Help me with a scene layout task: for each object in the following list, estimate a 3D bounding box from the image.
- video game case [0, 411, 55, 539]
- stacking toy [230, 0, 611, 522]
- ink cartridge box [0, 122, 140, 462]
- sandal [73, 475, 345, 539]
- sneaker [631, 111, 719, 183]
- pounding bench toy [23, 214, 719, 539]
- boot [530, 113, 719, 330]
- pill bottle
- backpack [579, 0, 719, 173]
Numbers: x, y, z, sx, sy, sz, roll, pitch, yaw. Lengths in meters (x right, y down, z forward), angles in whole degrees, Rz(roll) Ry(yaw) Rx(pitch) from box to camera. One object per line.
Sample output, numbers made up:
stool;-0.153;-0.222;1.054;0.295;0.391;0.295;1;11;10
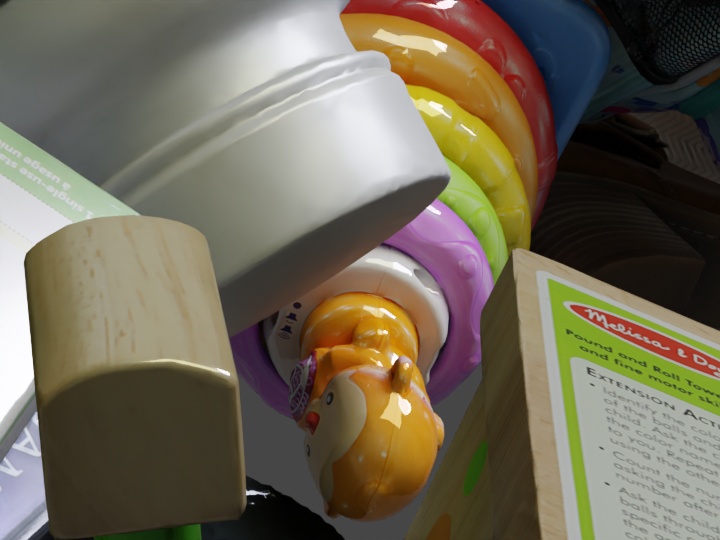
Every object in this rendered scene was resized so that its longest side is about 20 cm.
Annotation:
video game case;-0.153;0.003;0.571;0.200;0.019;0.143;41;39;5
stacking toy;0.000;0.000;0.753;0.109;0.116;0.200;22;28;-12
ink cartridge box;-0.139;0.017;0.516;0.145;0.048;0.200;34;36;-3
sandal;-0.087;0.025;0.656;0.199;0.048;0.075;23;21;-13
sneaker;0.135;-0.052;1.049;0.199;0.074;0.115;31;21;32
pounding bench toy;0.016;0.095;0.461;0.199;0.157;0.124;23;22;-10
boot;0.098;-0.014;0.942;0.199;0.074;0.155;15;19;-35
pill bottle;-0.067;-0.084;0.664;0.201;0.119;0.119;59;27;6
backpack;0.136;-0.103;0.853;0.177;0.151;0.200;-28;7;-24
